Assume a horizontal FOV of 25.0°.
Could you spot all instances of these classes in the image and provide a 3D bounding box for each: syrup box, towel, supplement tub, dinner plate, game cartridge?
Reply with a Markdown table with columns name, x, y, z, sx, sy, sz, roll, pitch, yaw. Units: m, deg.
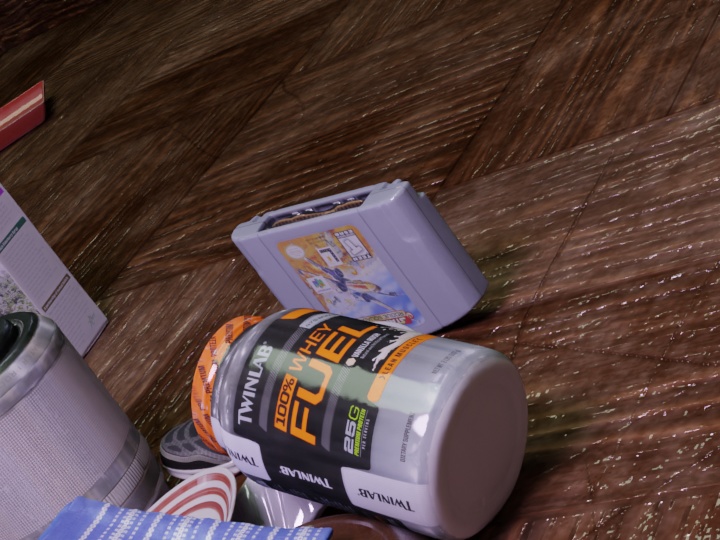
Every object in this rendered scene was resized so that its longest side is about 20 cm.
| name | x | y | z | sx | sy | sz | roll | pitch | yaw |
| --- | --- | --- | --- | --- | --- | --- | --- | --- | --- |
| syrup box | -0.366 | 0.011 | 1.714 | 0.079 | 0.200 | 0.081 | -21 | 24 | 31 |
| towel | -0.131 | 0.192 | 1.002 | 0.200 | 0.024 | 0.145 | 2 | 26 | 25 |
| supplement tub | -0.004 | 0.093 | 1.042 | 0.200 | 0.123 | 0.123 | 10 | 45 | 34 |
| dinner plate | -0.147 | 0.222 | 1.126 | 0.200 | 0.024 | 0.200 | -44 | 16 | 16 |
| game cartridge | 0.000 | 0.000 | 1.294 | 0.200 | 0.133 | 0.042 | -12 | 29 | 46 |

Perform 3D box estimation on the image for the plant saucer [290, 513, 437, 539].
| name | x | y | z | sx | sy | sz | roll | pitch | yaw |
| --- | --- | --- | --- | --- | --- | --- | --- | --- | --- |
| plant saucer | -0.038 | 0.215 | 1.007 | 0.200 | 0.032 | 0.200 | -24 | 23 | 11 |

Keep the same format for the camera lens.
| name | x | y | z | sx | sy | sz | roll | pitch | yaw |
| --- | --- | --- | --- | --- | --- | --- | --- | --- | --- |
| camera lens | -0.259 | 0.145 | 1.267 | 0.160 | 0.200 | 0.160 | -29 | 22 | 13 |

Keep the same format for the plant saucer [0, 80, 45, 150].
| name | x | y | z | sx | sy | sz | roll | pitch | yaw |
| --- | --- | --- | --- | --- | --- | --- | --- | --- | --- |
| plant saucer | -0.645 | -0.258 | 2.938 | 0.199 | 0.037 | 0.200 | -34 | 20 | 1 |

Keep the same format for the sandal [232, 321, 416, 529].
| name | x | y | z | sx | sy | sz | roll | pitch | yaw |
| --- | --- | --- | --- | --- | --- | --- | --- | --- | --- |
| sandal | -0.022 | 0.127 | 1.150 | 0.079 | 0.059 | 0.207 | 36 | 87 | 29 |

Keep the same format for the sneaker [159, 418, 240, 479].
| name | x | y | z | sx | sy | sz | roll | pitch | yaw |
| --- | --- | --- | --- | --- | --- | --- | --- | --- | --- |
| sneaker | -0.085 | 0.098 | 1.271 | 0.200 | 0.088 | 0.074 | -24 | 23 | 25 |
